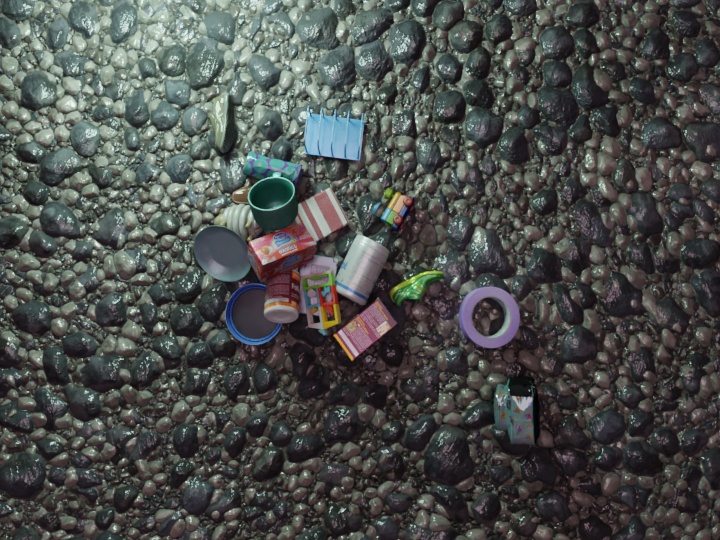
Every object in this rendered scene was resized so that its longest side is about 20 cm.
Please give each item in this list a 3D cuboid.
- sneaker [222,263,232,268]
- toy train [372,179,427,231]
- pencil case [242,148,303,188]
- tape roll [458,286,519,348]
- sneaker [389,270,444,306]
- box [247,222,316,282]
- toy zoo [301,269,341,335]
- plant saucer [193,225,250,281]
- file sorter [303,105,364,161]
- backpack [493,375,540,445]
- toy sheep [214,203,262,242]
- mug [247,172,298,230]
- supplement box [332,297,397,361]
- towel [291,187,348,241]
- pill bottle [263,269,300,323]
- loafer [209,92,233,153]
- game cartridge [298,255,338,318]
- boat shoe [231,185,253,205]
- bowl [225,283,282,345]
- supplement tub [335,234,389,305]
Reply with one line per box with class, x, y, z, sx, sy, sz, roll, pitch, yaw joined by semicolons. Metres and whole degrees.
sneaker;-0.374;-0.058;1.720;0.196;0.091;0.077;-22;90;-1
toy train;0.132;-0.247;1.755;0.114;0.085;0.203;29;87;13
pencil case;-0.295;-0.341;1.738;0.195;0.093;0.087;15;119;-2
tape roll;0.435;0.158;1.747;0.195;0.066;0.206;0;87;-1
sneaker;0.196;0.060;1.743;0.197;0.074;0.085;-26;86;7
box;-0.248;-0.059;1.623;0.197;0.096;0.100;-23;63;-29
toy zoo;-0.127;0.109;1.683;0.129;0.020;0.205;-11;87;35
plant saucer;-0.440;-0.061;1.666;0.196;0.039;0.205;6;121;9
file sorter;-0.089;-0.465;1.733;0.195;0.123;0.142;7;86;-1
backpack;0.513;0.465;1.682;0.150;0.176;0.205;-10;88;15
toy sheep;-0.389;-0.154;1.703;0.195;0.138;0.142;7;87;4
mug;-0.264;-0.213;1.641;0.150;0.116;0.185;26;56;24
supplement box;0.016;0.195;1.721;0.199;0.086;0.111;-38;88;-3
towel;-0.156;-0.177;1.767;0.197;0.023;0.146;-29;86;-4
pill bottle;-0.253;0.058;1.677;0.111;0.115;0.204;0;62;-2
loafer;-0.475;-0.501;1.754;0.068;0.075;0.205;1;83;10
game cartridge;-0.152;0.050;1.749;0.130;0.041;0.205;9;87;-5
boat shoe;-0.341;-0.260;1.739;0.195;0.072;0.078;-8;87;-2
bowl;-0.354;0.147;1.736;0.195;0.039;0.206;0;87;-1
supplement tub;0.000;0.000;1.708;0.130;0.132;0.203;26;86;0
